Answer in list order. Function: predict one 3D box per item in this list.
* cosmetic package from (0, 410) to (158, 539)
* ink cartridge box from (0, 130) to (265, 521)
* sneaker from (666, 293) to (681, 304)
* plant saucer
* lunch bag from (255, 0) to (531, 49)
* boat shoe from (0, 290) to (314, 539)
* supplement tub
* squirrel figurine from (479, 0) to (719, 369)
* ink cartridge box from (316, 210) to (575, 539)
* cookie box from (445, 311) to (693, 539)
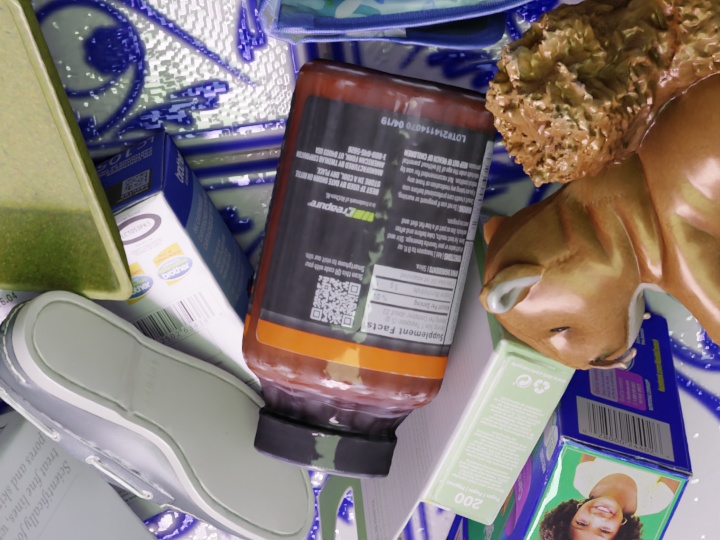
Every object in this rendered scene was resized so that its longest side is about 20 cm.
[{"bbox_3d":[-0.216,0.199,1.451,0.200,0.165,0.165,-19,120,41],"label":"cosmetic package"},{"bbox_3d":[-0.126,0.023,1.451,0.136,0.076,0.200,-26,117,12],"label":"ink cartridge box"},{"bbox_3d":[0.212,0.016,1.434,0.199,0.116,0.074,22,117,-10],"label":"sneaker"},{"bbox_3d":[-0.216,-0.078,1.349,0.199,0.048,0.200,5,137,23],"label":"plant saucer"},{"bbox_3d":[0.041,-0.185,1.297,0.200,0.170,0.128,-26,111,11],"label":"lunch bag"},{"bbox_3d":[-0.108,0.080,1.411,0.200,0.073,0.062,37,143,-27],"label":"boat shoe"},{"bbox_3d":[0.000,0.000,1.391,0.107,0.107,0.201,12,94,-7],"label":"supplement tub"},{"bbox_3d":[0.130,-0.048,1.308,0.186,0.142,0.200,-24,114,17],"label":"squirrel figurine"},{"bbox_3d":[0.041,0.086,1.448,0.048,0.146,0.200,20,115,-14],"label":"ink cartridge box"},{"bbox_3d":[0.100,0.137,1.463,0.075,0.171,0.201,17,115,-7],"label":"cookie box"}]
